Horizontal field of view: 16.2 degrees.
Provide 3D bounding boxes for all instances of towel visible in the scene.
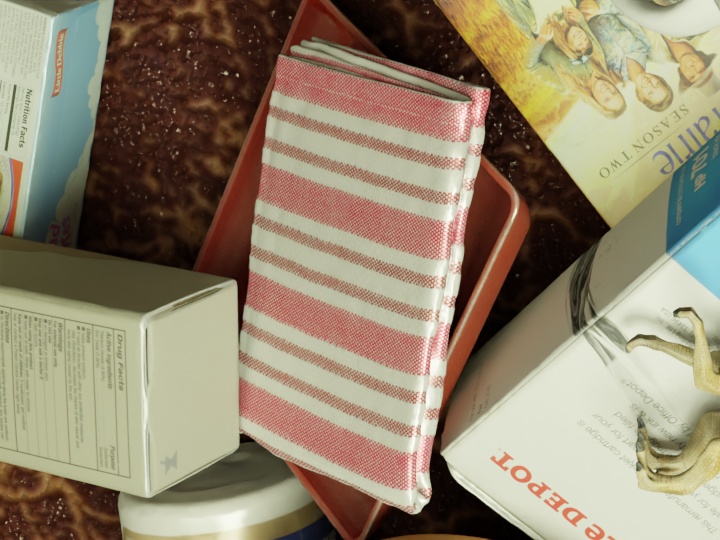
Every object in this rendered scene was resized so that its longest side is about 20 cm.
[{"bbox_3d":[0.000,0.000,1.178,0.146,0.030,0.200,22,108,52],"label":"towel"}]

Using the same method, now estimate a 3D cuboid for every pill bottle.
[{"bbox_3d":[-0.055,0.198,1.314,0.111,0.111,0.200,-4,104,25],"label":"pill bottle"}]

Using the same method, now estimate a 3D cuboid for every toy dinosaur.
[{"bbox_3d":[0.169,0.074,1.094,0.101,0.058,0.200,-6,120,9],"label":"toy dinosaur"}]

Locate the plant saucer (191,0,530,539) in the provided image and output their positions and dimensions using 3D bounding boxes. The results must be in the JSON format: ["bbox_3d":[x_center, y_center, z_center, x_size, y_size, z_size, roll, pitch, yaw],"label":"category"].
[{"bbox_3d":[0.000,-0.003,1.227,0.200,0.037,0.200,49,124,43],"label":"plant saucer"}]

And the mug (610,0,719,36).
[{"bbox_3d":[0.169,-0.184,1.066,0.200,0.148,0.175,-46,51,33],"label":"mug"}]

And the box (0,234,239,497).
[{"bbox_3d":[-0.161,0.040,1.243,0.200,0.078,0.095,12,110,30],"label":"box"}]

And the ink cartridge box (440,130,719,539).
[{"bbox_3d":[0.157,0.049,1.164,0.146,0.086,0.200,38,121,-15],"label":"ink cartridge box"}]

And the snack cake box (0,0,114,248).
[{"bbox_3d":[-0.205,-0.061,1.331,0.115,0.067,0.200,18,112,17],"label":"snack cake box"}]

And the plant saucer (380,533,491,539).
[{"bbox_3d":[0.050,0.185,1.215,0.200,0.037,0.200,8,140,6],"label":"plant saucer"}]

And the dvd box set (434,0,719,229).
[{"bbox_3d":[0.135,-0.110,1.181,0.146,0.029,0.200,-38,87,29],"label":"dvd box set"}]
